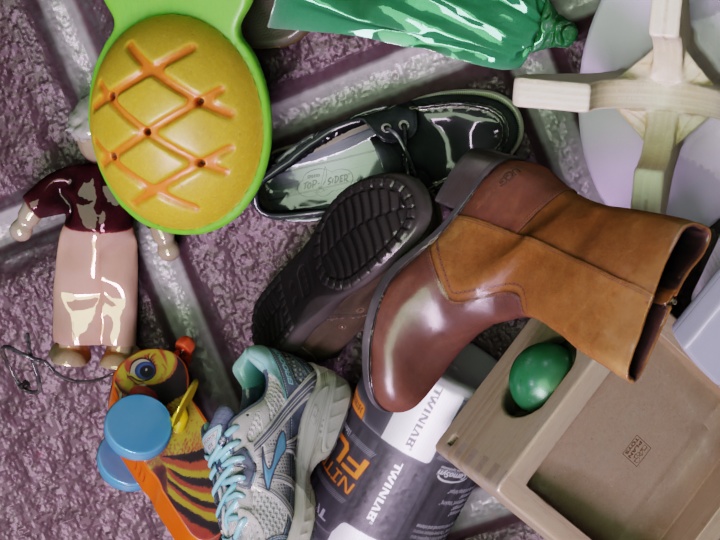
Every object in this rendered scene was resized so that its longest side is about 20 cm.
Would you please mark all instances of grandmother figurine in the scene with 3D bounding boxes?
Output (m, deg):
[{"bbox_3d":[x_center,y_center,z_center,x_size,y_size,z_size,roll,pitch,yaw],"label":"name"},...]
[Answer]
[{"bbox_3d":[-0.190,-0.033,1.567,0.121,0.061,0.201,3,102,-14],"label":"grandmother figurine"}]

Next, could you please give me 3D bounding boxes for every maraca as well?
[{"bbox_3d":[-0.124,-0.123,1.481,0.136,0.107,0.201,3,103,17],"label":"maraca"}]

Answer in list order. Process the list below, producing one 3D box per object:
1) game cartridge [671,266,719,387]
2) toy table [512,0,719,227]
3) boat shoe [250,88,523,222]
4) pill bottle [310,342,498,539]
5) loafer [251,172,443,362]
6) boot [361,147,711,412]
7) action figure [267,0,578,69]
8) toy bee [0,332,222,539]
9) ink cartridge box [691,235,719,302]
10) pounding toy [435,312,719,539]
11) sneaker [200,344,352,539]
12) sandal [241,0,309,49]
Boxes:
[{"bbox_3d":[0.295,0.039,1.354,0.199,0.042,0.133,24,120,-28],"label":"game cartridge"},{"bbox_3d":[0.199,-0.111,1.408,0.183,0.117,0.201,-5,100,16],"label":"toy table"},{"bbox_3d":[0.012,-0.074,1.493,0.198,0.066,0.075,-9,99,17],"label":"boat shoe"},{"bbox_3d":[0.023,0.145,1.518,0.106,0.106,0.201,29,108,7],"label":"pill bottle"},{"bbox_3d":[0.000,0.000,1.495,0.200,0.071,0.073,-41,49,44],"label":"loafer"},{"bbox_3d":[0.106,0.031,1.353,0.200,0.068,0.189,27,81,46],"label":"boot"},{"bbox_3d":[0.051,-0.186,1.461,0.199,0.055,0.119,20,97,1],"label":"action figure"},{"bbox_3d":[-0.139,0.097,1.524,0.200,0.109,0.131,55,151,-4],"label":"toy bee"},{"bbox_3d":[0.331,-0.036,1.358,0.197,0.043,0.201,11,122,-20],"label":"ink cartridge box"},{"bbox_3d":[0.152,0.082,1.429,0.200,0.142,0.184,40,85,-23],"label":"pounding toy"},{"bbox_3d":[-0.075,0.138,1.457,0.086,0.201,0.078,32,139,-20],"label":"sneaker"},{"bbox_3d":[-0.113,-0.229,1.499,0.082,0.055,0.200,-41,89,20],"label":"sandal"}]
